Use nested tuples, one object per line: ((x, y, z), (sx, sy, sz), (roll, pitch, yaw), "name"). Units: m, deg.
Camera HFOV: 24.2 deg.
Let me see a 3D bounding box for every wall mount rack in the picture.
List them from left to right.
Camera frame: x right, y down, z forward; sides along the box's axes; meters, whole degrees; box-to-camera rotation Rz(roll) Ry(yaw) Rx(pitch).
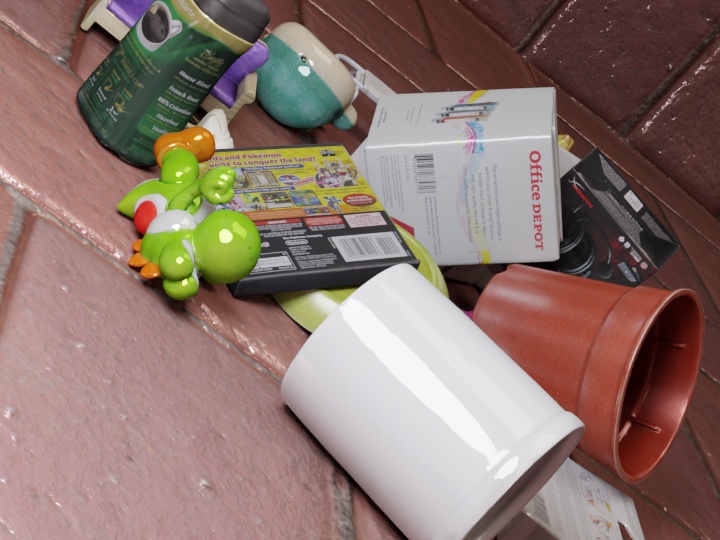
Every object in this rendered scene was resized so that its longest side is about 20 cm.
((0.024, -0.215, 2.275), (0.199, 0.075, 0.174), (38, 21, -14), "wall mount rack")

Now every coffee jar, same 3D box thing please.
((-0.174, -0.202, 1.574), (0.085, 0.200, 0.105), (23, 25, -46), "coffee jar")

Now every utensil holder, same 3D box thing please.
((0.056, 0.118, 1.372), (0.200, 0.170, 0.170), (45, 17, 15), "utensil holder")

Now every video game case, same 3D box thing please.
((-0.066, -0.052, 1.605), (0.198, 0.026, 0.181), (-6, 46, -32), "video game case")

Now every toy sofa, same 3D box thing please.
((-0.197, -0.250, 1.817), (0.199, 0.098, 0.083), (38, 17, -15), "toy sofa")

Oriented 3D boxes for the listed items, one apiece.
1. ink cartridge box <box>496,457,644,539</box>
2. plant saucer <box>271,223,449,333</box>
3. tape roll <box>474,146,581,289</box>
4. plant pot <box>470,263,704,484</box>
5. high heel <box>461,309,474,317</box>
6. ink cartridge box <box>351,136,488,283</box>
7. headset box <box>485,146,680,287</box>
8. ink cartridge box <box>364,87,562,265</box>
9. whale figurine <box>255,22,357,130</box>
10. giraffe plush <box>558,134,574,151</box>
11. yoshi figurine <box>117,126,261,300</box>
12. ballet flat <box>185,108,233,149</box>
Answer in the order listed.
((0.199, 0.238, 1.604), (0.176, 0.045, 0.200), (37, 18, -15), "ink cartridge box")
((0.000, 0.000, 1.624), (0.198, 0.031, 0.201), (15, 39, -13), "plant saucer")
((0.240, -0.044, 2.111), (0.139, 0.203, 0.203), (24, 24, -43), "tape roll")
((0.221, 0.091, 1.714), (0.194, 0.203, 0.200), (18, 3, 31), "plant pot")
((0.178, 0.083, 1.856), (0.199, 0.068, 0.096), (24, 3, -37), "high heel")
((0.076, -0.070, 2.007), (0.146, 0.084, 0.199), (52, 19, 26), "ink cartridge box")
((0.241, -0.019, 1.928), (0.149, 0.200, 0.077), (50, 39, 2), "headset box")
((0.115, -0.100, 1.788), (0.197, 0.147, 0.145), (-1, 27, 10), "ink cartridge box")
((-0.075, -0.220, 2.055), (0.159, 0.104, 0.200), (44, -7, 6), "whale figurine")
((0.193, -0.158, 2.374), (0.161, 0.174, 0.200), (32, -1, 7), "giraffe plush")
((-0.133, -0.042, 1.446), (0.112, 0.112, 0.201), (41, 19, -27), "yoshi figurine")
((-0.175, -0.147, 1.666), (0.200, 0.067, 0.068), (42, 17, -2), "ballet flat")
